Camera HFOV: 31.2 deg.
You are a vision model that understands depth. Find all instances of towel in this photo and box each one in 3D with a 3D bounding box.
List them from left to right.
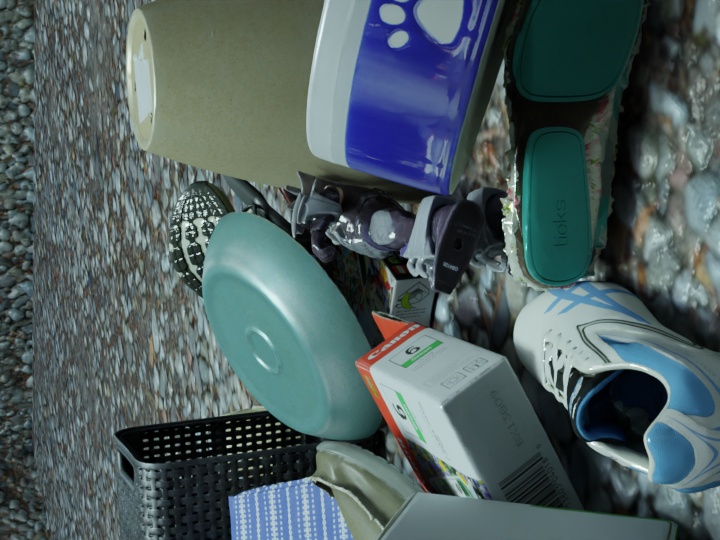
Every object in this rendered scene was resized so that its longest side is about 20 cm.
[{"bbox_3d":[-0.028,0.215,0.887,0.199,0.024,0.147,-21,71,51],"label":"towel"}]

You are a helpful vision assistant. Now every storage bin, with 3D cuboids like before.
[{"bbox_3d":[-0.094,0.177,1.056,0.135,0.197,0.095,-166,72,-68],"label":"storage bin"}]

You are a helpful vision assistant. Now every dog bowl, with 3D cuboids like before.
[{"bbox_3d":[0.040,-0.145,0.669,0.200,0.078,0.203,18,-90,-84],"label":"dog bowl"}]

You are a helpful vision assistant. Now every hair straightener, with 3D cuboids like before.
[{"bbox_3d":[-0.075,-0.032,1.049,0.200,0.076,0.041,54,176,45],"label":"hair straightener"}]

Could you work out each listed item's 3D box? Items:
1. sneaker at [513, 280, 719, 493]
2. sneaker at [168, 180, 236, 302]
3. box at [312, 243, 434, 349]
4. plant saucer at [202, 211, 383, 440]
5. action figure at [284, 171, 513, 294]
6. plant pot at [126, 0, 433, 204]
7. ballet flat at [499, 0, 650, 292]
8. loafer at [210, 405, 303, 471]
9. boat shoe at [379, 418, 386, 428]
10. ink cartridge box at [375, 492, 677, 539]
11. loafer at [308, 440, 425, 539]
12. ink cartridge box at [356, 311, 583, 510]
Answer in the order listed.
[{"bbox_3d":[0.121,0.052,0.644,0.200,0.071,0.073,-148,54,-66],"label":"sneaker"},{"bbox_3d":[-0.114,-0.009,1.176,0.089,0.076,0.202,-73,-28,-47],"label":"sneaker"},{"bbox_3d":[0.000,0.000,1.001,0.200,0.034,0.111,-124,35,-52],"label":"box"},{"bbox_3d":[-0.062,0.052,0.974,0.199,0.036,0.202,38,147,29],"label":"plant saucer"},{"bbox_3d":[0.025,-0.024,0.822,0.199,0.128,0.071,6,90,61],"label":"action figure"},{"bbox_3d":[-0.056,-0.133,0.891,0.187,0.197,0.191,174,90,-69],"label":"plant pot"},{"bbox_3d":[0.102,-0.089,0.670,0.064,0.074,0.203,-102,18,-68],"label":"ballet flat"},{"bbox_3d":[-0.095,0.168,1.242,0.200,0.067,0.077,161,103,-69],"label":"loafer"},{"bbox_3d":[-0.037,0.082,1.071,0.200,0.067,0.073,-143,51,-63],"label":"boat shoe"},{"bbox_3d":[0.084,0.229,0.661,0.084,0.144,0.203,-31,-59,-69],"label":"ink cartridge box"},{"bbox_3d":[0.036,0.184,0.769,0.200,0.070,0.075,45,169,9],"label":"loafer"},{"bbox_3d":[0.050,0.094,0.792,0.110,0.050,0.200,62,165,-16],"label":"ink cartridge box"}]
